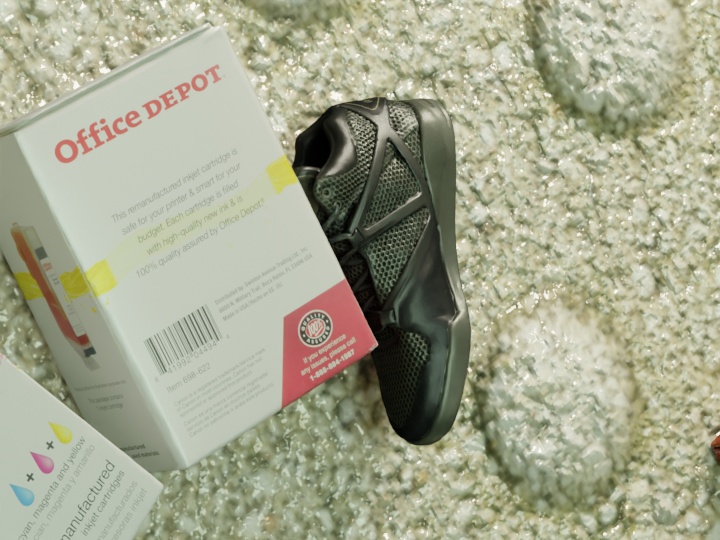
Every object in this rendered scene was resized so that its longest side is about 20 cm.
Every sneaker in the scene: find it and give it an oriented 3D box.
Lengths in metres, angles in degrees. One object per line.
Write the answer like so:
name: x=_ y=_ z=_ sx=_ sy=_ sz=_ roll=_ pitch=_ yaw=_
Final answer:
sneaker: x=0.000 y=0.000 z=1.621 sx=0.114 sy=0.076 sz=0.200 roll=1 pitch=81 yaw=-31

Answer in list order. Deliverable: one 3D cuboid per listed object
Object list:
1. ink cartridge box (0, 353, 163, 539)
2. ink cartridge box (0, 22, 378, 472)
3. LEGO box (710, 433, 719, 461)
ink cartridge box: x=-0.234 y=0.107 z=1.416 sx=0.200 sy=0.145 sz=0.145 roll=41 pitch=65 yaw=-21
ink cartridge box: x=-0.103 y=-0.011 z=1.549 sx=0.145 sy=0.083 sz=0.200 roll=-31 pitch=101 yaw=-32
LEGO box: x=0.329 y=0.137 z=1.737 sx=0.077 sy=0.200 sz=0.149 roll=-40 pitch=106 yaw=-29
